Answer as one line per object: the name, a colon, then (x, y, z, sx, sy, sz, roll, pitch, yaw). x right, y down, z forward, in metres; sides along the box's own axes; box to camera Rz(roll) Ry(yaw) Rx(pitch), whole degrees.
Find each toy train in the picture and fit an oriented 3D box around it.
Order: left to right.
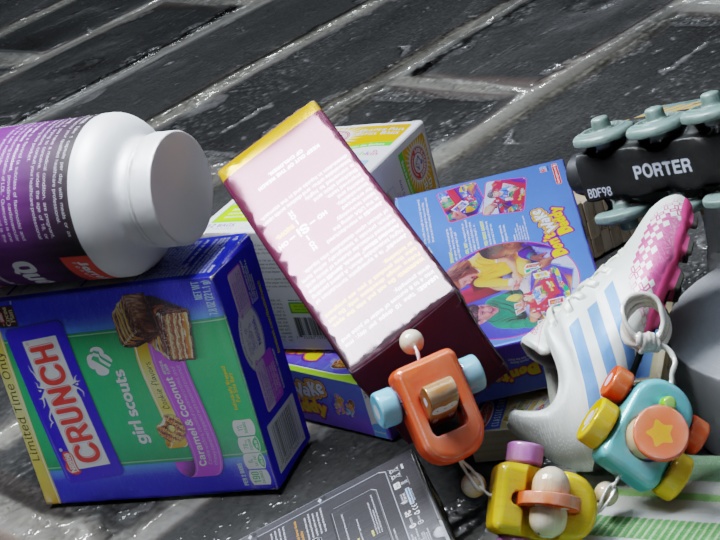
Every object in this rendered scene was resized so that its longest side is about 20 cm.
toy train: (0.115, 0.085, 0.998, 0.198, 0.152, 0.056, -17, -8, -14)
toy train: (0.236, -0.084, 1.179, 0.113, 0.086, 0.199, -23, 9, -35)

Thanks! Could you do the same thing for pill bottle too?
pill bottle: (-0.205, -0.048, 1.180, 0.198, 0.114, 0.113, -4, 26, 29)

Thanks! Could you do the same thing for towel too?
towel: (0.166, 0.169, 0.991, 0.151, 0.024, 0.200, -1, 27, 31)

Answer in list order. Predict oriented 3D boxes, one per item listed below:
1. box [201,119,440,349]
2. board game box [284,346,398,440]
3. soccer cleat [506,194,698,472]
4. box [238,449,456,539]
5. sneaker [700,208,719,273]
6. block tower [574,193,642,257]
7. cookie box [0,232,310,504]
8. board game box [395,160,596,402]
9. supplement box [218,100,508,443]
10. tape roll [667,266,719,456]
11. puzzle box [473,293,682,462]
box: (-0.025, -0.031, 1.343, 0.111, 0.102, 0.200, -1, 28, 32)
board game box: (-0.009, 0.061, 1.316, 0.199, 0.045, 0.134, 8, 34, 44)
soccer cleat: (0.154, 0.030, 1.086, 0.085, 0.070, 0.202, 19, 67, 12)
box: (-0.010, 0.201, 0.974, 0.157, 0.049, 0.200, -28, 23, 1)
sneaker: (0.341, -0.046, 1.227, 0.198, 0.117, 0.074, -19, 21, -7)
block tower: (0.156, -0.030, 1.391, 0.199, 0.058, 0.054, -29, 25, -23)
cookie box: (-0.157, 0.075, 1.232, 0.198, 0.173, 0.075, -7, 22, 24)
board game box: (0.101, 0.006, 1.227, 0.133, 0.045, 0.201, -13, 36, 5)
supplement box: (0.000, 0.000, 1.119, 0.085, 0.111, 0.201, -36, 52, 0)
tape roll: (0.302, 0.050, 1.104, 0.198, 0.067, 0.201, -14, 24, 7)
puzzle box: (0.158, 0.066, 1.216, 0.131, 0.026, 0.200, -9, 25, 19)
